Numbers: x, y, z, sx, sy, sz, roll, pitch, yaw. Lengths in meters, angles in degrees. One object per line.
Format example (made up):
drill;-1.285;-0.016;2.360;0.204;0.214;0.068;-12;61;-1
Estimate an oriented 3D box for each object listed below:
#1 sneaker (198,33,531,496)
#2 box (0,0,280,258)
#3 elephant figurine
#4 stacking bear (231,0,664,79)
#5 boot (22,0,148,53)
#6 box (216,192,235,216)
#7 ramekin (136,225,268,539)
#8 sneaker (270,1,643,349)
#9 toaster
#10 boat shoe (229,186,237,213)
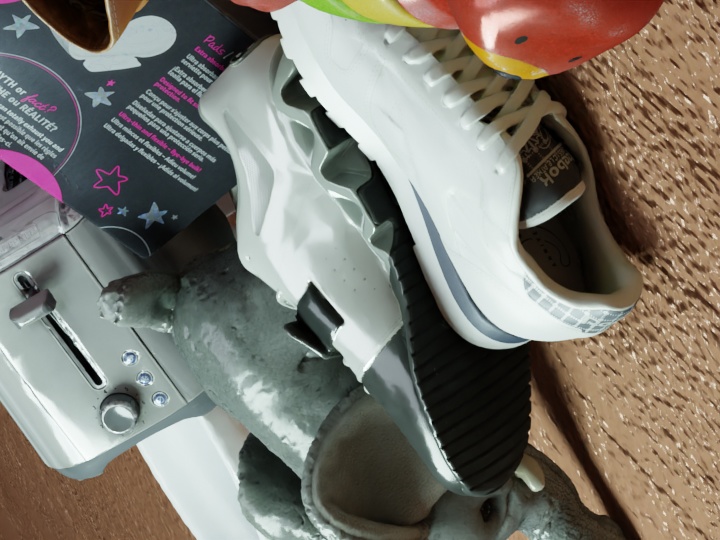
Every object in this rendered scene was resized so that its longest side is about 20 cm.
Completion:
sneaker;0.000;0.000;1.140;0.088;0.074;0.200;-21;94;43
box;-0.123;-0.124;1.174;0.200;0.115;0.132;38;-157;-41
elephant figurine;0.009;0.073;1.226;0.141;0.155;0.200;-15;-93;-71
stacking bear;0.020;-0.123;0.935;0.200;0.114;0.121;28;-176;43
boot;-0.074;-0.136;1.062;0.200;0.074;0.155;44;-140;-33
box;-0.175;-0.109;1.454;0.164;0.166;0.200;41;155;49
ramekin;-0.060;0.072;1.552;0.201;0.098;0.201;53;164;23
sneaker;0.039;-0.063;1.072;0.200;0.076;0.080;57;156;-12
toaster;-0.129;-0.010;1.321;0.129;0.113;0.200;54;-164;-27
boat shoe;-0.029;-0.025;1.351;0.200;0.060;0.074;78;175;-46
